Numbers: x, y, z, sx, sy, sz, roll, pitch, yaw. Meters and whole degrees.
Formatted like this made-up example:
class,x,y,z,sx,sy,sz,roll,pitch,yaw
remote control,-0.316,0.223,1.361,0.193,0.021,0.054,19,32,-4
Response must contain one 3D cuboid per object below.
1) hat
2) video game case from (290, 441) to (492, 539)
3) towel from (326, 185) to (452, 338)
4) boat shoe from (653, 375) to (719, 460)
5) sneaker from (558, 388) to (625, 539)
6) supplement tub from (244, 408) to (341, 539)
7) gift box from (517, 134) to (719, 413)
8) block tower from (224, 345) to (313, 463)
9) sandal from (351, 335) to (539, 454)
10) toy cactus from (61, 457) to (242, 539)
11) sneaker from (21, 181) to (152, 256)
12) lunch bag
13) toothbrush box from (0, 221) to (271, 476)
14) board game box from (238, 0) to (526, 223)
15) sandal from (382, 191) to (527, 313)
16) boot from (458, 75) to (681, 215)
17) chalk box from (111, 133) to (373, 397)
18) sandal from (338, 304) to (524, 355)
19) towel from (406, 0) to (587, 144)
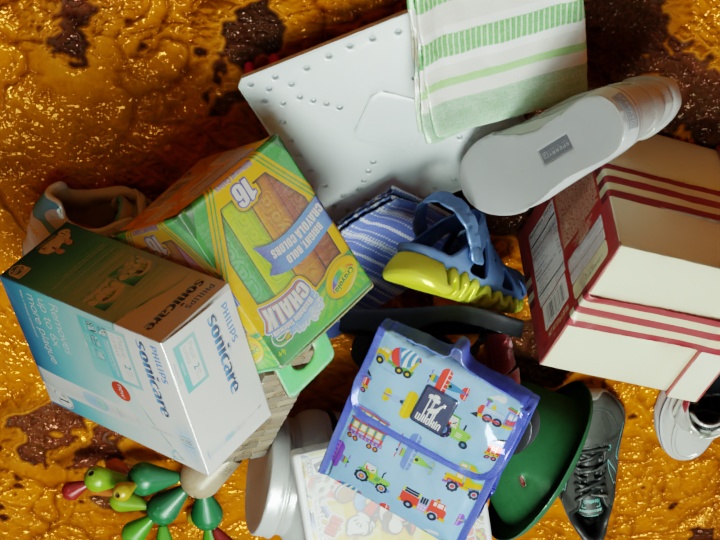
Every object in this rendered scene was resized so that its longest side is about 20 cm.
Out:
class,x,y,z,sx,sy,sz,roll,pitch,yaw
hat,0.113,0.134,1.708,0.175,0.201,0.166,31,165,-14
video game case,0.036,0.250,1.690,0.181,0.023,0.202,-11,103,-11
towel,0.000,0.000,1.594,0.199,0.024,0.144,-32,146,28
boat shoe,0.345,0.135,1.760,0.071,0.066,0.201,4,136,-10
sneaker,0.241,0.202,1.814,0.075,0.080,0.201,-7,135,2
supplement tub,-0.006,0.214,1.759,0.198,0.141,0.141,8,135,-14
gift box,0.258,0.008,1.530,0.185,0.201,0.185,11,139,-18
block tower,-0.094,0.108,1.638,0.054,0.058,0.200,-9,149,-30
sandal,0.074,0.104,1.640,0.199,0.043,0.077,27,122,24
toy cactus,-0.192,0.237,1.814,0.165,0.103,0.200,-40,119,19
sneaker,-0.191,-0.023,1.542,0.199,0.077,0.081,10,134,-17
lunch bag,0.067,0.128,1.557,0.150,0.094,0.201,28,135,9
toothbrush box,-0.184,0.062,1.448,0.199,0.085,0.147,19,138,36
board game box,0.027,-0.133,1.480,0.199,0.026,0.200,-19,135,15
sandal,0.095,-0.013,1.539,0.079,0.088,0.200,12,176,28
boot,0.176,-0.104,1.457,0.095,0.074,0.199,-21,180,-42
chalk box,-0.086,0.010,1.471,0.123,0.124,0.201,-13,116,54
sandal,0.066,0.058,1.579,0.199,0.043,0.076,-3,168,44
towel,0.108,-0.201,1.389,0.152,0.023,0.201,-17,132,-10
